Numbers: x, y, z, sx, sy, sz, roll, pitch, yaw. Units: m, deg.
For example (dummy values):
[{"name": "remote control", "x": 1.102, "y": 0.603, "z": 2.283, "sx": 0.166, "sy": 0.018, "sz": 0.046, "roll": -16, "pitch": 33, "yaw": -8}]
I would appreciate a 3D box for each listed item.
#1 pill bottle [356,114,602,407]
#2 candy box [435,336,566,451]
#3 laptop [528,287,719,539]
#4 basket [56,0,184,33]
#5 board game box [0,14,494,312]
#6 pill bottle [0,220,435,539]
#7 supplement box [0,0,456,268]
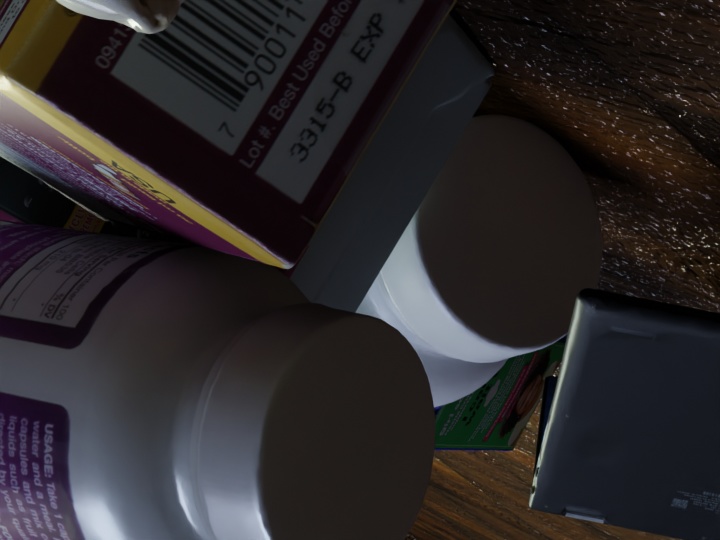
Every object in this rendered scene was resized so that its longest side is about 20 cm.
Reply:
[{"name": "pill bottle", "x": 0.000, "y": 0.000, "z": 1.045, "sx": 0.120, "sy": 0.120, "sz": 0.200, "roll": 36, "pitch": 153, "yaw": -25}, {"name": "candy box", "x": -0.001, "y": 0.023, "z": 1.307, "sx": 0.169, "sy": 0.077, "sz": 0.200, "roll": 27, "pitch": -174, "yaw": 16}, {"name": "laptop", "x": 0.164, "y": 0.045, "z": 0.956, "sx": 0.187, "sy": 0.116, "sz": 0.200, "roll": 11, "pitch": 142, "yaw": 3}, {"name": "basket", "x": -0.102, "y": -0.153, "z": 0.563, "sx": 0.200, "sy": 0.124, "sz": 0.136, "roll": 26, "pitch": 171, "yaw": 34}, {"name": "board game box", "x": -0.074, "y": -0.060, "z": 0.957, "sx": 0.200, "sy": 0.148, "sz": 0.064, "roll": 27, "pitch": 172, "yaw": 30}, {"name": "pill bottle", "x": -0.078, "y": 0.045, "z": 0.834, "sx": 0.200, "sy": 0.112, "sz": 0.112, "roll": 8, "pitch": 158, "yaw": 40}, {"name": "supplement box", "x": -0.059, "y": -0.085, "z": 0.794, "sx": 0.103, "sy": 0.131, "sz": 0.200, "roll": 33, "pitch": 174, "yaw": -21}]
